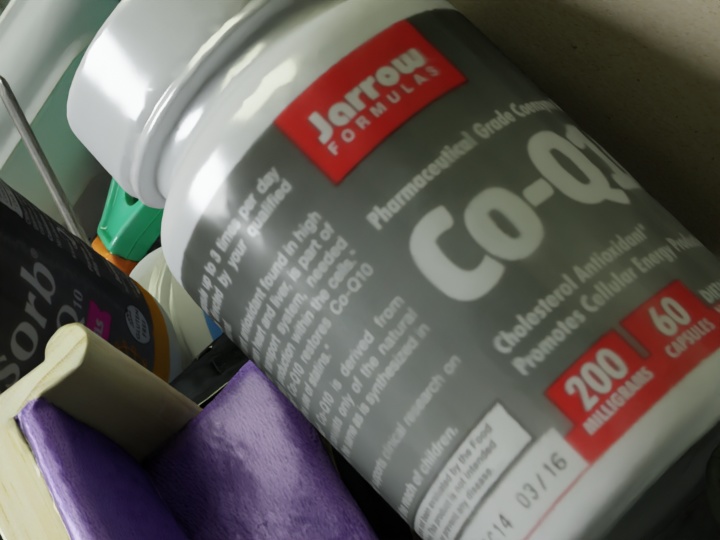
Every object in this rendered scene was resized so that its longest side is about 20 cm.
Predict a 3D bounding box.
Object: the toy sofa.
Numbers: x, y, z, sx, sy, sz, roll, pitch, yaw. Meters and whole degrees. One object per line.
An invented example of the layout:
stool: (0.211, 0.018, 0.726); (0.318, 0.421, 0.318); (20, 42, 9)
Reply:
toy sofa: (-0.031, 0.108, 0.695); (0.098, 0.083, 0.200); (-36, 60, 8)

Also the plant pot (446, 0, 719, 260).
plant pot: (0.152, -0.099, 0.767); (0.200, 0.200, 0.177); (-50, 32, -15)

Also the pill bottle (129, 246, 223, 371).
pill bottle: (0.000, 0.000, 0.955); (0.200, 0.112, 0.112); (-24, 28, 43)

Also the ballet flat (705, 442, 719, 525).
ballet flat: (0.167, 0.039, 0.626); (0.200, 0.064, 0.067); (-25, 27, 42)

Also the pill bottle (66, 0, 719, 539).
pill bottle: (0.016, -0.007, 0.727); (0.114, 0.200, 0.114); (-41, -15, -14)

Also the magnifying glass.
magnifying glass: (-0.091, -0.028, 1.050); (0.200, 0.022, 0.080); (-65, 30, 15)

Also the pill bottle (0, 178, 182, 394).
pill bottle: (-0.161, 0.012, 0.892); (0.116, 0.200, 0.117); (-18, 55, 27)

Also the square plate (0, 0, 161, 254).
square plate: (-0.120, -0.014, 1.102); (0.028, 0.198, 0.200); (20, 72, 36)

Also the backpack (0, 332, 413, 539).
backpack: (-0.075, 0.124, 0.846); (0.200, 0.154, 0.163); (-25, 30, 4)

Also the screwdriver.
screwdriver: (-0.097, 0.009, 1.012); (0.028, 0.200, 0.029); (-37, 33, -25)
